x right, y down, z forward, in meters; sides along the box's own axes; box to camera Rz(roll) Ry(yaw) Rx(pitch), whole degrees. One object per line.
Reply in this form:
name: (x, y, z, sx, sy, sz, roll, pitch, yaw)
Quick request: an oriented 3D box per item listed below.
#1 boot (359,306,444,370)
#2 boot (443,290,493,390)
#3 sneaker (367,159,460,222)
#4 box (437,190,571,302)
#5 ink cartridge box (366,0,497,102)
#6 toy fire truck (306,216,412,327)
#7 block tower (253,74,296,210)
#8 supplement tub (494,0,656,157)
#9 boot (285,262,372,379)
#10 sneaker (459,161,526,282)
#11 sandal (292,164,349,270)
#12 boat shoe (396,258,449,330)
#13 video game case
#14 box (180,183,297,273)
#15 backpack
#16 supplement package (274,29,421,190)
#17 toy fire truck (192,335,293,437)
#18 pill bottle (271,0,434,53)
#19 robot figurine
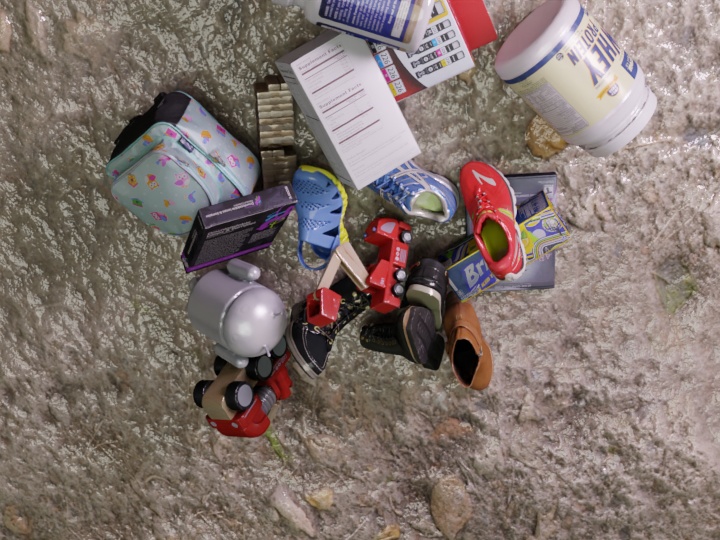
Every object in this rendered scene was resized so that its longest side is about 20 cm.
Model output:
boot: (0.048, 0.103, 1.541, 0.138, 0.078, 0.200, 12, 158, 20)
boot: (0.180, 0.145, 1.575, 0.076, 0.155, 0.200, -8, 117, 5)
sneaker: (0.063, -0.135, 1.477, 0.200, 0.077, 0.076, 23, 118, -7)
box: (0.221, -0.036, 1.512, 0.200, 0.064, 0.070, -32, 112, 17)
ink cartridge box: (0.080, -0.365, 1.352, 0.175, 0.084, 0.200, -23, 114, 13)
toy fire truck: (0.000, 0.000, 1.481, 0.141, 0.200, 0.049, 20, 155, -24)
block tower: (-0.127, -0.190, 1.462, 0.054, 0.058, 0.200, -6, 116, -9)
supplement tub: (0.304, -0.269, 1.361, 0.200, 0.145, 0.145, 40, 112, -18)
boot: (-0.036, 0.072, 1.522, 0.154, 0.204, 0.074, -33, 112, 13)
sneaker: (0.194, -0.081, 1.436, 0.077, 0.200, 0.085, -25, 158, 18)
sandal: (-0.065, -0.073, 1.472, 0.079, 0.087, 0.200, 13, 141, 24)
boat shoe: (0.102, 0.045, 1.539, 0.074, 0.063, 0.201, 17, 157, 5)
video game case: (0.239, -0.058, 1.546, 0.142, 0.019, 0.200, -3, 117, 3)
box: (-0.183, -0.060, 1.433, 0.143, 0.200, 0.036, -19, 80, -23)
backpack: (-0.256, -0.140, 1.438, 0.200, 0.154, 0.176, 34, 133, -30)
supplement package: (-0.018, -0.232, 1.371, 0.109, 0.114, 0.200, -31, 111, -7)
toy fire truck: (-0.177, 0.221, 1.627, 0.128, 0.176, 0.200, -4, 128, 35)
pill bottle: (-0.007, -0.361, 1.245, 0.200, 0.116, 0.116, 16, 117, -5)
robot figurine: (-0.194, 0.066, 1.527, 0.113, 0.200, 0.170, -9, 115, -42)
